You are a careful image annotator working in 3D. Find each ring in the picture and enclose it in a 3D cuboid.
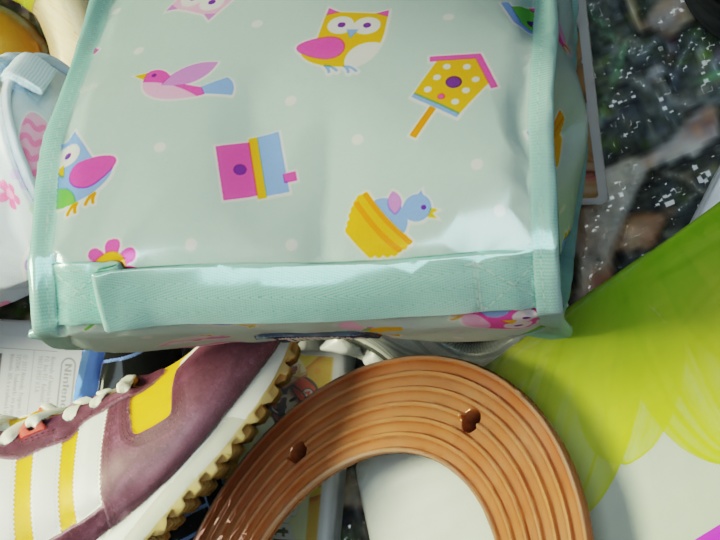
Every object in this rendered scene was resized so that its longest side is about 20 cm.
[{"bbox_3d":[0.002,0.124,0.709,0.200,0.019,0.201,-25,53,38],"label":"ring"}]

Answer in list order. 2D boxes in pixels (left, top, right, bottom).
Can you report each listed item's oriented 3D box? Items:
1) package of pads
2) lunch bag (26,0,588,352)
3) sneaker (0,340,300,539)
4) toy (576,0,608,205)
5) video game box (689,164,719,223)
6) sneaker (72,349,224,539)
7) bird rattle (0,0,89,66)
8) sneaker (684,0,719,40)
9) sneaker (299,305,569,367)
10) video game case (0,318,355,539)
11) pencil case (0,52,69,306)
[{"bbox_3d":[0.092,0.081,0.703,0.200,0.068,0.155,-38,44,27],"label":"package of pads"},{"bbox_3d":[-0.010,-0.037,0.705,0.170,0.200,0.122,-1,122,8],"label":"lunch bag"},{"bbox_3d":[-0.106,0.069,0.756,0.090,0.075,0.200,41,86,4],"label":"sneaker"},{"bbox_3d":[0.025,-0.105,0.807,0.115,0.047,0.201,-1,121,18],"label":"toy"},{"bbox_3d":[0.173,0.086,0.803,0.182,0.047,0.200,28,86,17],"label":"video game box"},{"bbox_3d":[-0.073,0.097,0.821,0.078,0.070,0.201,4,81,0],"label":"sneaker"},{"bbox_3d":[-0.174,-0.100,0.883,0.199,0.113,0.164,-19,93,10],"label":"bird rattle"},{"bbox_3d":[0.220,-0.129,0.809,0.199,0.091,0.076,-11,76,8],"label":"sneaker"},{"bbox_3d":[0.000,0.000,0.825,0.200,0.081,0.075,26,60,18],"label":"sneaker"},{"bbox_3d":[-0.099,0.122,0.863,0.181,0.023,0.201,3,80,12],"label":"video game case"},{"bbox_3d":[-0.187,-0.015,0.849,0.199,0.083,0.091,-20,97,24],"label":"pencil case"}]
